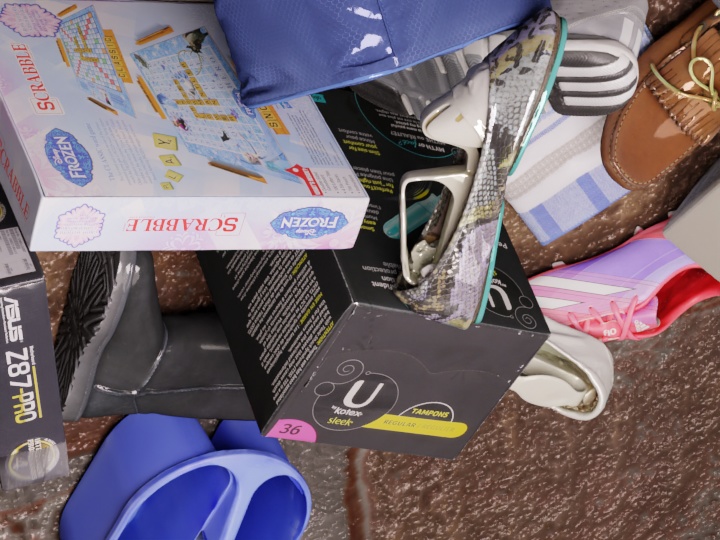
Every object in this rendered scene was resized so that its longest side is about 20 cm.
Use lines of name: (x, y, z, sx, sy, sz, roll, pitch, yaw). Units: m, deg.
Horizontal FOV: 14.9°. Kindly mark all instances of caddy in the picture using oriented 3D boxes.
caddy: (-0.121, 0.183, 1.898, 0.141, 0.105, 0.200, 11, 126, -32)

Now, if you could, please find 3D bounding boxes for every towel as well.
towel: (0.140, -0.109, 1.837, 0.147, 0.024, 0.200, -34, 136, 5)

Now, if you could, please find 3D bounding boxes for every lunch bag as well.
lunch bag: (0.011, -0.184, 1.585, 0.200, 0.136, 0.132, -24, 100, -44)

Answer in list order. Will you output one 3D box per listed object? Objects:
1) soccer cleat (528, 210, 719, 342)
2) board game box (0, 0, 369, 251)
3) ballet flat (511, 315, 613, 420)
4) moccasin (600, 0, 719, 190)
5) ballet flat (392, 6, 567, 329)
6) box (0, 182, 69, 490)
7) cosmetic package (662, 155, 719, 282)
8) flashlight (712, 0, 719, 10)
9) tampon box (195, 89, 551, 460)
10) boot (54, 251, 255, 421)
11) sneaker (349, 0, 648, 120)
soccer cleat: (0.167, 0.028, 1.933, 0.200, 0.076, 0.067, -27, 136, -3)
board game box: (-0.122, -0.087, 1.598, 0.199, 0.200, 0.041, 0, 129, -26)
ballet flat: (0.086, 0.049, 1.875, 0.200, 0.069, 0.069, 22, 118, -15)
moccasin: (0.236, -0.130, 1.791, 0.201, 0.078, 0.074, -40, 110, -8)
ballet flat: (0.061, -0.060, 1.574, 0.072, 0.072, 0.200, 3, 115, -29)
box: (-0.225, 0.006, 1.627, 0.049, 0.200, 0.161, -13, 133, -16)
cosmetic package: (0.295, -0.064, 1.822, 0.103, 0.087, 0.200, -50, -179, -24)
flashlight: (0.233, -0.194, 1.682, 0.068, 0.200, 0.068, -24, 134, -7)
tampon box: (0.000, 0.000, 1.726, 0.150, 0.200, 0.126, 10, 132, -32)
boot: (-0.092, 0.037, 1.813, 0.200, 0.066, 0.165, 3, 138, -23)
sneaker: (0.088, -0.154, 1.730, 0.200, 0.116, 0.075, 6, 140, 20)
